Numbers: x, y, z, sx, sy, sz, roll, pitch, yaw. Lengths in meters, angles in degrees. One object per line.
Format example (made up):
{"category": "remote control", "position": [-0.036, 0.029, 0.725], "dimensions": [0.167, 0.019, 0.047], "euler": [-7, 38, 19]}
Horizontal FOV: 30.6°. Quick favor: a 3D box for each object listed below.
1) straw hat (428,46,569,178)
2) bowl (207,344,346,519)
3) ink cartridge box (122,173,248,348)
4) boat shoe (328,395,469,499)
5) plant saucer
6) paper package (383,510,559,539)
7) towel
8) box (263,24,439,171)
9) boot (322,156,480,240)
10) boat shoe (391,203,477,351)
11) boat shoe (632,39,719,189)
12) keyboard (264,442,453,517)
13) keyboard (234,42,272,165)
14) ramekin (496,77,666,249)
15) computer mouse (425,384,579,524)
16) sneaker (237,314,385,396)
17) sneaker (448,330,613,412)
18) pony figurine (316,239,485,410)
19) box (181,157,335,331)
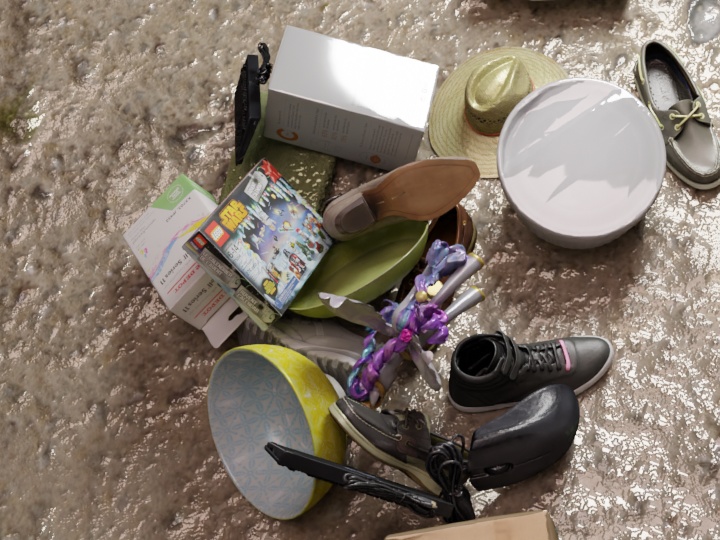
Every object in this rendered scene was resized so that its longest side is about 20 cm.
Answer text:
{"category": "straw hat", "position": [0.174, -0.221, 1.658], "dimensions": [0.198, 0.085, 0.203], "euler": [-6, 64, 11]}
{"category": "bowl", "position": [-0.075, 0.170, 1.501], "dimensions": [0.107, 0.201, 0.200], "euler": [-18, 54, -39]}
{"category": "ink cartridge box", "position": [-0.200, -0.013, 1.621], "dimensions": [0.117, 0.067, 0.200], "euler": [-45, 49, 6]}
{"category": "boat shoe", "position": [0.050, 0.182, 1.440], "dimensions": [0.066, 0.200, 0.072], "euler": [-49, 30, 7]}
{"category": "plant saucer", "position": [0.000, 0.000, 1.567], "dimensions": [0.198, 0.031, 0.200], "euler": [-28, 17, 9]}
{"category": "paper package", "position": [0.127, 0.363, 1.363], "dimensions": [0.188, 0.104, 0.203], "euler": [-10, 75, 6]}
{"category": "towel", "position": [-0.097, -0.148, 1.716], "dimensions": [0.146, 0.037, 0.202], "euler": [6, 66, 15]}
{"category": "box", "position": [-0.013, -0.210, 1.645], "dimensions": [0.197, 0.125, 0.099], "euler": [15, 67, -1]}
{"category": "boot", "position": [0.045, -0.093, 1.599], "dimensions": [0.198, 0.146, 0.071], "euler": [-20, 98, 2]}
{"category": "boat shoe", "position": [0.082, 0.008, 1.581], "dimensions": [0.071, 0.068, 0.202], "euler": [15, 70, 19]}
{"category": "boat shoe", "position": [0.388, -0.192, 1.607], "dimensions": [0.071, 0.060, 0.204], "euler": [-21, 62, 3]}
{"category": "keyboard", "position": [0.005, 0.220, 1.346], "dimensions": [0.198, 0.127, 0.021], "euler": [20, 84, -19]}
{"category": "keyboard", "position": [-0.141, -0.229, 1.682], "dimensions": [0.020, 0.128, 0.201], "euler": [18, 28, -17]}
{"category": "ramekin", "position": [0.262, -0.120, 1.572], "dimensions": [0.199, 0.094, 0.205], "euler": [-2, 73, 7]}
{"category": "computer mouse", "position": [0.171, 0.203, 1.443], "dimensions": [0.199, 0.139, 0.053], "euler": [-32, 42, -15]}
{"category": "sneaker", "position": [-0.060, 0.094, 1.587], "dimensions": [0.198, 0.076, 0.082], "euler": [19, 37, 25]}
{"category": "sneaker", "position": [0.191, 0.105, 1.492], "dimensions": [0.197, 0.099, 0.071], "euler": [-14, 61, 5]}
{"category": "pony figurine", "position": [0.054, 0.061, 1.447], "dimensions": [0.166, 0.193, 0.200], "euler": [37, 76, 18]}
{"category": "box", "position": [-0.115, -0.035, 1.566], "dimensions": [0.137, 0.200, 0.040], "euler": [45, 124, -9]}
